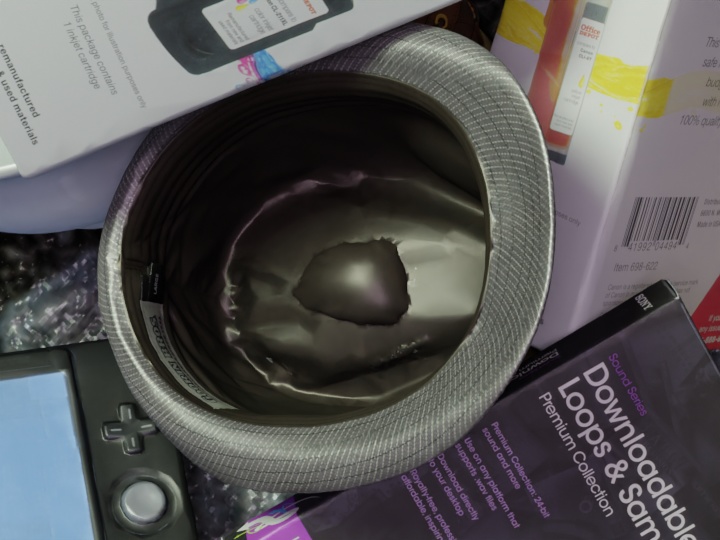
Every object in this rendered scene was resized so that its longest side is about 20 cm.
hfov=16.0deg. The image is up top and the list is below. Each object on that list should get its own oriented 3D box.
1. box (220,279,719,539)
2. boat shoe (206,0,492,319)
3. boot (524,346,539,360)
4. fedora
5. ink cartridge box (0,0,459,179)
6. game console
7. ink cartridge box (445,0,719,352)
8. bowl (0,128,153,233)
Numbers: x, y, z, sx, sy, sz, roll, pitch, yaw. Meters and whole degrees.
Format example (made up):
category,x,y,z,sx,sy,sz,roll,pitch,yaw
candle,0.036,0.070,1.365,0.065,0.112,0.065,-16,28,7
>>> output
category,x,y,z,sx,sy,sz,roll,pitch,yaw
box,0.067,0.114,0.980,0.199,0.036,0.143,-31,103,1
boat shoe,-0.023,-0.053,1.078,0.072,0.068,0.200,27,65,39
boot,0.002,0.039,1.113,0.199,0.097,0.075,8,93,32
fedora,0.000,0.000,0.974,0.199,0.090,0.178,-13,74,25
ink cartridge box,-0.057,-0.137,0.971,0.199,0.146,0.083,-22,123,3
game console,-0.161,0.093,1.016,0.199,0.117,0.177,-7,61,-12
ink cartridge box,0.122,-0.072,1.033,0.083,0.145,0.201,28,109,37
bowl,-0.117,-0.083,1.086,0.200,0.091,0.202,-14,45,14
